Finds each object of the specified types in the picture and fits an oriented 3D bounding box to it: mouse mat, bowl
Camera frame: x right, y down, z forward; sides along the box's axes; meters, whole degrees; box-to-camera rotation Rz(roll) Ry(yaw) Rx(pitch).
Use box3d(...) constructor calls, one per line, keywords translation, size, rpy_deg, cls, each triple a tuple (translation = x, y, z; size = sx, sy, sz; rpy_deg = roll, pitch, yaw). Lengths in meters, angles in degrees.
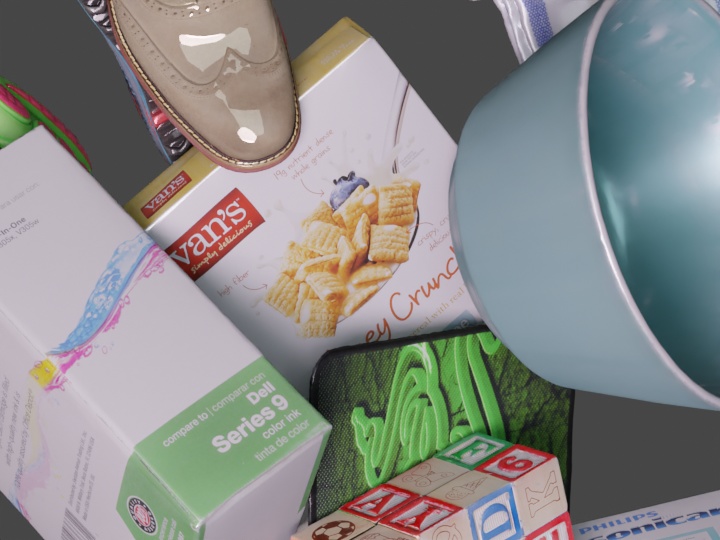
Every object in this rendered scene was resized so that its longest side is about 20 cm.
box3d(translation=(0.039, 0.126, 1.376), size=(0.161, 0.008, 0.200), rpy_deg=(-8, 103, -37), cls="mouse mat")
box3d(translation=(0.114, -0.023, 1.342), size=(0.105, 0.201, 0.201), rpy_deg=(-17, 91, 33), cls="bowl")

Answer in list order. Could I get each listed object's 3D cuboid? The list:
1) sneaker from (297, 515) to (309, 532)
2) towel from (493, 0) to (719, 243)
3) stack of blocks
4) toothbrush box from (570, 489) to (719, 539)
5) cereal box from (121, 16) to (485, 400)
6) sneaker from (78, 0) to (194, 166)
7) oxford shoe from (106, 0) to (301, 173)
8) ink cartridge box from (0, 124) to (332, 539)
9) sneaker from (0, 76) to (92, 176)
box3d(translation=(-0.039, 0.183, 1.376), size=(0.200, 0.100, 0.070), rpy_deg=(-27, 118, 1), cls="sneaker")
box3d(translation=(0.179, -0.105, 1.437), size=(0.200, 0.024, 0.147), rpy_deg=(-19, 92, -3), cls="towel")
box3d(translation=(0.049, 0.191, 1.354), size=(0.115, 0.059, 0.200), rpy_deg=(-28, 115, -32), cls="stack of blocks")
box3d(translation=(0.186, 0.173, 1.342), size=(0.146, 0.200, 0.085), rpy_deg=(-13, 107, -3), cls="toothbrush box")
box3d(translation=(0.000, 0.000, 1.375), size=(0.144, 0.040, 0.200), rpy_deg=(-41, 121, -2), cls="cereal box")
box3d(translation=(-0.099, -0.121, 1.380), size=(0.079, 0.096, 0.200), rpy_deg=(-23, 104, -13), cls="sneaker")
box3d(translation=(-0.081, -0.138, 1.285), size=(0.070, 0.075, 0.200), rpy_deg=(-25, 87, -12), cls="oxford shoe")
box3d(translation=(-0.117, 0.056, 1.323), size=(0.087, 0.145, 0.200), rpy_deg=(-37, 71, -28), cls="ink cartridge box")
box3d(translation=(-0.211, -0.073, 1.366), size=(0.084, 0.077, 0.200), rpy_deg=(-43, 116, 9), cls="sneaker")
